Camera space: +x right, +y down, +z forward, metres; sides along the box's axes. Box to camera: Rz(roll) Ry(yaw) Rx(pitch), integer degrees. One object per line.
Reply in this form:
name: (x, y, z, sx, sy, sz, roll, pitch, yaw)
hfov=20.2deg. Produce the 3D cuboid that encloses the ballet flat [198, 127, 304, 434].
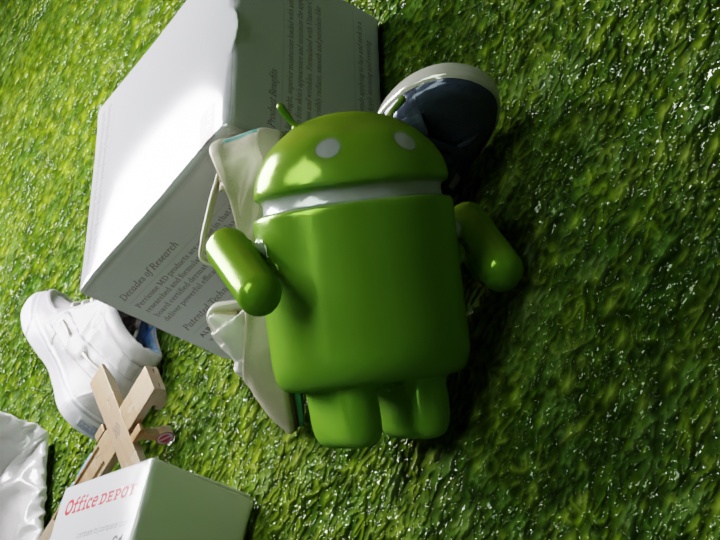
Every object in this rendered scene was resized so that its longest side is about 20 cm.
ballet flat: (-0.071, 0.008, 1.298, 0.069, 0.069, 0.201, -159, 66, -64)

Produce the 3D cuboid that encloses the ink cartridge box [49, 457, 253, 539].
ink cartridge box: (-0.159, 0.236, 1.328, 0.144, 0.085, 0.201, -24, 46, 54)

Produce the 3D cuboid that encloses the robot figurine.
robot figurine: (0.000, 0.000, 1.161, 0.116, 0.175, 0.201, 166, 97, -70)

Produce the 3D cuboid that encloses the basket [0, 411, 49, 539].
basket: (-0.374, 0.214, 1.632, 0.161, 0.198, 0.200, -52, 28, 33)

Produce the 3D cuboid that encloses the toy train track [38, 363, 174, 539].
toy train track: (-0.188, 0.150, 1.522, 0.200, 0.032, 0.115, -55, 44, 32)

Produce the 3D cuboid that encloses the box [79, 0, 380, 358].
box: (-0.091, -0.084, 1.438, 0.200, 0.130, 0.199, -44, 31, 35)

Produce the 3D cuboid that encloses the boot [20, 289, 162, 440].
boot: (-0.209, 0.049, 1.626, 0.096, 0.073, 0.200, -52, 36, 11)

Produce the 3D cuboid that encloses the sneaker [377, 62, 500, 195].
sneaker: (0.025, -0.040, 1.250, 0.200, 0.075, 0.085, -55, 24, 41)

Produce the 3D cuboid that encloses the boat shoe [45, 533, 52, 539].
boat shoe: (-0.234, 0.230, 1.489, 0.200, 0.073, 0.065, -48, 35, 30)
